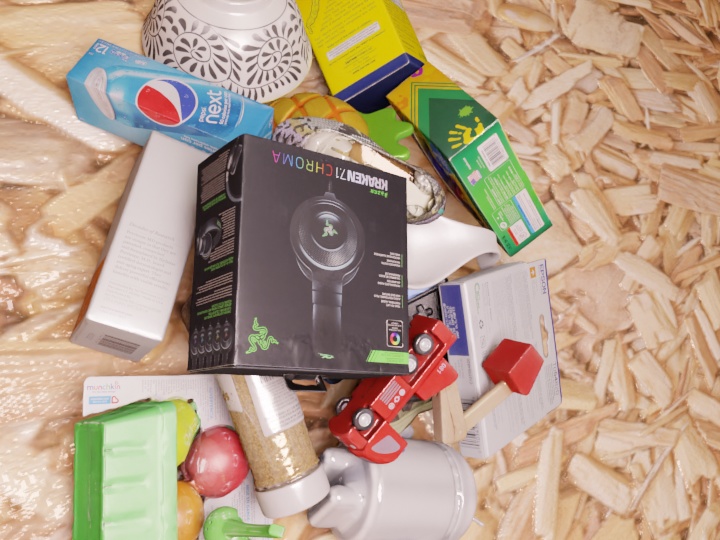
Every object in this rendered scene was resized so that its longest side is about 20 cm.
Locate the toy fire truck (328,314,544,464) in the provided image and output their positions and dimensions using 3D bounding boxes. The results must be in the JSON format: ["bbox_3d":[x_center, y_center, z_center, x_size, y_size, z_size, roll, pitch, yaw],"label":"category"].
[{"bbox_3d":[0.078,0.122,0.673,0.141,0.049,0.200,46,75,-21],"label":"toy fire truck"}]

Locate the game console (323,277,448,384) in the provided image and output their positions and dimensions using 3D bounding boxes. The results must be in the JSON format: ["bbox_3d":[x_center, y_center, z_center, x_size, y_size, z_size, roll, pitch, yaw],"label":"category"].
[{"bbox_3d":[0.000,0.000,0.773,0.171,0.118,0.200,-27,88,4],"label":"game console"}]

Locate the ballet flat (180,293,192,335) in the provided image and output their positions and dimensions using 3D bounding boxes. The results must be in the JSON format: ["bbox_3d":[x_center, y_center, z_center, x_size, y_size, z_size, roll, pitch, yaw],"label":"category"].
[{"bbox_3d":[-0.125,-0.017,0.694,0.068,0.067,0.200,32,92,-46],"label":"ballet flat"}]

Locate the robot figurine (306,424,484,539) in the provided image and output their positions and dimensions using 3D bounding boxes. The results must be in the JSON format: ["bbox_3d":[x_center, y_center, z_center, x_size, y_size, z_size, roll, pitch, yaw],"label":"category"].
[{"bbox_3d":[0.041,0.235,0.721,0.200,0.113,0.170,14,47,-27],"label":"robot figurine"}]

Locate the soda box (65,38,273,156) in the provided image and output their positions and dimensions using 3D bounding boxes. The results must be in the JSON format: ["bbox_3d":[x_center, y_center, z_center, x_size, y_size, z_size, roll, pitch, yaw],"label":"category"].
[{"bbox_3d":[-0.195,-0.163,0.705,0.200,0.068,0.064,22,59,2],"label":"soda box"}]

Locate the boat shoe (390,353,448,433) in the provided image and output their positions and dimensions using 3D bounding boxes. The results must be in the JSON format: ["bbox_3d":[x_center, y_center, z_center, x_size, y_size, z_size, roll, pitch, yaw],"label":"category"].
[{"bbox_3d":[0.057,0.119,0.762,0.072,0.066,0.201,28,26,20],"label":"boat shoe"}]

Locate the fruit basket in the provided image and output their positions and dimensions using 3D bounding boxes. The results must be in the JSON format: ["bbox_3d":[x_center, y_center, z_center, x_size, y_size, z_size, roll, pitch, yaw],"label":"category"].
[{"bbox_3d":[-0.167,0.190,0.638,0.200,0.094,0.185,8,74,-52],"label":"fruit basket"}]

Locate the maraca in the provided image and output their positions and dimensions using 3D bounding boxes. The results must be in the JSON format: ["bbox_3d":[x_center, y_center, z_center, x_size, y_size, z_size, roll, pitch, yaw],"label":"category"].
[{"bbox_3d":[-0.040,-0.149,0.787,0.200,0.107,0.137,2,54,10],"label":"maraca"}]

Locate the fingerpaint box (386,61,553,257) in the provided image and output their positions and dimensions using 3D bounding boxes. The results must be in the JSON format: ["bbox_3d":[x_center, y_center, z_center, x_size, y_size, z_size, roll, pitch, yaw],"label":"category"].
[{"bbox_3d":[0.135,-0.135,0.842,0.200,0.073,0.167,47,8,-45],"label":"fingerpaint box"}]

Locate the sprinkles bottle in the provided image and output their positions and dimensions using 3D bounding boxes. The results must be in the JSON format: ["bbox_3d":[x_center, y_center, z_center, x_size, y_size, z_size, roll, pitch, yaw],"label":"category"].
[{"bbox_3d":[-0.092,0.125,0.638,0.068,0.068,0.200,-19,89,-35],"label":"sprinkles bottle"}]

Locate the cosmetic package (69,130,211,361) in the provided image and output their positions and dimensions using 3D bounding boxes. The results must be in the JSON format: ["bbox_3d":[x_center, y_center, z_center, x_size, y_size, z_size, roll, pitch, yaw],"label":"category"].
[{"bbox_3d":[-0.211,-0.022,0.666,0.071,0.101,0.200,22,62,-23],"label":"cosmetic package"}]

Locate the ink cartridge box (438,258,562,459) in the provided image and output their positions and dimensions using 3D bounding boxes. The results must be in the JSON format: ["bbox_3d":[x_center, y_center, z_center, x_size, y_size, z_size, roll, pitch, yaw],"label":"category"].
[{"bbox_3d":[0.171,0.094,0.807,0.200,0.041,0.200,-12,96,-49],"label":"ink cartridge box"}]

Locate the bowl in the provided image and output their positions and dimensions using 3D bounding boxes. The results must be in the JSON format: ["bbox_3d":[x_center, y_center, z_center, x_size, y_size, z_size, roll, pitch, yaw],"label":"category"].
[{"bbox_3d":[-0.147,-0.293,0.770,0.201,0.094,0.201,7,59,-11],"label":"bowl"}]

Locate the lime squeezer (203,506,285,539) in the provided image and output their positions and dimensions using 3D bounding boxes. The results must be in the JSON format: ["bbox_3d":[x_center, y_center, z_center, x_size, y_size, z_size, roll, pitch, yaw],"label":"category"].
[{"bbox_3d":[-0.101,0.233,0.600,0.071,0.200,0.038,1,60,-5],"label":"lime squeezer"}]

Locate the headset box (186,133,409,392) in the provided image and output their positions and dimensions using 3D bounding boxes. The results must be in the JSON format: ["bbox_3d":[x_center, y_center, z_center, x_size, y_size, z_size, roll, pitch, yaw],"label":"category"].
[{"bbox_3d":[-0.051,0.006,0.597,0.174,0.093,0.200,10,74,-35],"label":"headset box"}]

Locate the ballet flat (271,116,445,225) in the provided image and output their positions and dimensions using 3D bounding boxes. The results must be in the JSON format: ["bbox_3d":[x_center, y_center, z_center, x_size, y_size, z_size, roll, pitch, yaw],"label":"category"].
[{"bbox_3d":[0.000,-0.106,0.702,0.200,0.072,0.072,25,60,-3],"label":"ballet flat"}]

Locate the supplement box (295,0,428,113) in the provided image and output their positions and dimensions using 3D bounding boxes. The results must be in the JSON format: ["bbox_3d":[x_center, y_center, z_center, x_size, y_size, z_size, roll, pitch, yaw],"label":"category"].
[{"bbox_3d":[-0.003,-0.318,0.876,0.109,0.109,0.200,-10,76,-66],"label":"supplement box"}]

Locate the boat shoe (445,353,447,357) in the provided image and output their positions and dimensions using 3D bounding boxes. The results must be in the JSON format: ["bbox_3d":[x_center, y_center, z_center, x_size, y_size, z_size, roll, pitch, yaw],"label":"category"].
[{"bbox_3d":[0.141,0.108,0.860,0.069,0.071,0.200,-18,92,-38],"label":"boat shoe"}]

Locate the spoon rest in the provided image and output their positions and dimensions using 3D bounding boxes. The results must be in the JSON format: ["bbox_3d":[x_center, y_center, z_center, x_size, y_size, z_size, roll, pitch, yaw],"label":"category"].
[{"bbox_3d":[0.091,-0.027,0.772,0.200,0.061,0.099,-1,71,-40],"label":"spoon rest"}]
